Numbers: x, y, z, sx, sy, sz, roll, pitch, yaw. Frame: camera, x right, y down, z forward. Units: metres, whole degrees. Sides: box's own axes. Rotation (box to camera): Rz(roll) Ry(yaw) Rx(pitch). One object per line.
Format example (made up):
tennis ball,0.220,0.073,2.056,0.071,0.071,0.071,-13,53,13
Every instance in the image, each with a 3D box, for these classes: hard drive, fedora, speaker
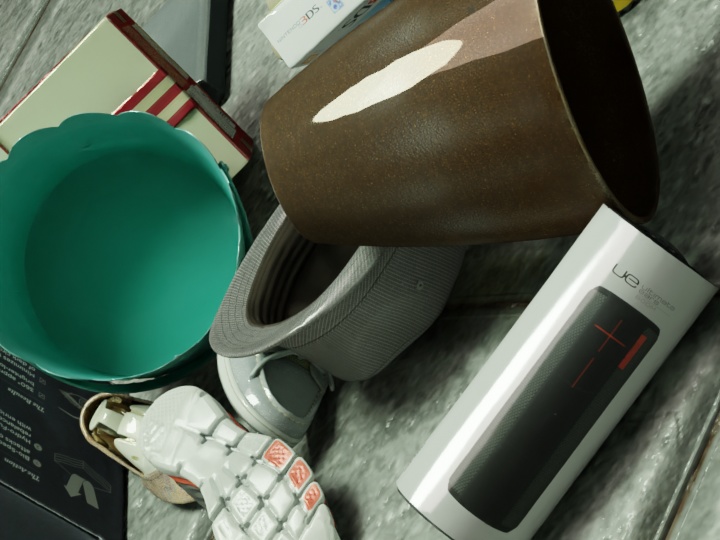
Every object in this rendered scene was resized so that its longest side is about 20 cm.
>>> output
hard drive,-0.171,-0.175,2.265,0.140,0.033,0.200,-43,28,27
fedora,0.000,0.000,1.645,0.177,0.090,0.200,-16,40,53
speaker,0.109,0.063,1.398,0.200,0.081,0.081,-53,24,5

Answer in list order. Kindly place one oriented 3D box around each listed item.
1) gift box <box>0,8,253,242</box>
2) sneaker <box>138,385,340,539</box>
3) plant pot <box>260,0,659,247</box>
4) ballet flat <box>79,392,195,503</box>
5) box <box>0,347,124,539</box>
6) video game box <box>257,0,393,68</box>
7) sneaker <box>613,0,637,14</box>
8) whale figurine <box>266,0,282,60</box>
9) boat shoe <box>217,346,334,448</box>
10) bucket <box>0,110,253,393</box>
gift box,-0.199,-0.081,2.003,0.187,0.185,0.200,-44,2,4
sneaker,-0.064,0.147,1.635,0.077,0.082,0.200,-45,47,-1
plant pot,0.050,-0.088,1.490,0.200,0.187,0.187,-18,39,21
ballet flat,-0.154,0.123,1.822,0.200,0.067,0.068,4,64,62
box,-0.287,0.137,1.892,0.117,0.197,0.200,-46,26,23
video game box,0.049,-0.217,1.708,0.182,0.047,0.200,-38,-9,33
sneaker,0.092,-0.190,1.694,0.200,0.090,0.070,-23,49,35
whale figurine,-0.012,-0.226,1.989,0.159,0.104,0.200,-63,1,-14
boat shoe,-0.047,0.040,1.725,0.065,0.074,0.202,-45,19,31
bucket,-0.175,-0.010,1.830,0.207,0.207,0.135,-56,-8,-1
